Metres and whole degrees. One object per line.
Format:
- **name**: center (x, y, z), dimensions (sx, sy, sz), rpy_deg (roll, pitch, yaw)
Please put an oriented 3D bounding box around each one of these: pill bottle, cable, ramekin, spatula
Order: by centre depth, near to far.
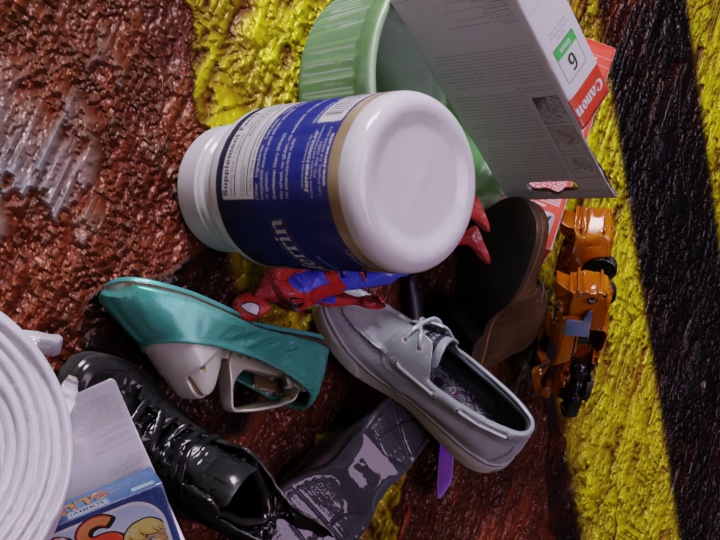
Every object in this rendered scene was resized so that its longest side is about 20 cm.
- **cable**: center (-0.255, 0.103, 0.618), dimensions (0.200, 0.069, 0.200), rpy_deg (16, 68, -24)
- **pill bottle**: center (-0.030, -0.058, 0.783), dimensions (0.116, 0.200, 0.116), rpy_deg (-2, 93, -43)
- **ramekin**: center (0.045, -0.143, 0.924), dimensions (0.200, 0.098, 0.200), rpy_deg (-2, 93, -44)
- **spatula**: center (0.060, 0.099, 0.998), dimensions (0.057, 0.021, 0.200), rpy_deg (-33, 112, -68)

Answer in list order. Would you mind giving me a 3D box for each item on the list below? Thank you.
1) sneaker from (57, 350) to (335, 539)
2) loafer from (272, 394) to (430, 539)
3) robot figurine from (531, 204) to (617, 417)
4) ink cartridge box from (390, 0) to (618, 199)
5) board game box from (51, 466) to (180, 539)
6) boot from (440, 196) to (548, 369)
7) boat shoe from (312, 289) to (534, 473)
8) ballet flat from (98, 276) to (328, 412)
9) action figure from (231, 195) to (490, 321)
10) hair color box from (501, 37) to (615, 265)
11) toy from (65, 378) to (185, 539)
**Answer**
- **sneaker**: center (-0.110, 0.128, 0.777), dimensions (0.060, 0.104, 0.200), rpy_deg (-55, 126, -28)
- **loafer**: center (-0.023, 0.170, 0.898), dimensions (0.200, 0.063, 0.072), rpy_deg (-41, 102, -32)
- **robot figurine**: center (0.193, 0.041, 1.045), dimensions (0.200, 0.058, 0.145), rpy_deg (91, 10, -51)
- **ink cartridge box**: center (0.117, -0.141, 0.849), dimensions (0.050, 0.109, 0.200), rpy_deg (-54, 125, -28)
- **board game box**: center (-0.198, 0.219, 0.697), dimensions (0.200, 0.034, 0.135), rpy_deg (-21, 107, -20)
- **boot**: center (0.124, 0.010, 0.956), dimensions (0.075, 0.074, 0.200), rpy_deg (-12, 143, -24)
- **boat shoe**: center (0.053, 0.071, 0.898), dimensions (0.201, 0.072, 0.070), rpy_deg (41, 43, 4)
- **ballet flat**: center (-0.097, 0.061, 0.810), dimensions (0.200, 0.067, 0.070), rpy_deg (21, 63, -44)
- **action figure**: center (0.000, 0.000, 0.866), dimensions (0.065, 0.200, 0.052), rpy_deg (81, -9, -58)
- **hair color box**: center (0.160, -0.099, 1.025), dimensions (0.064, 0.111, 0.200), rpy_deg (21, 73, 3)
- **toy**: center (-0.177, 0.178, 0.745), dimensions (0.115, 0.047, 0.200), rpy_deg (-25, 108, -17)
